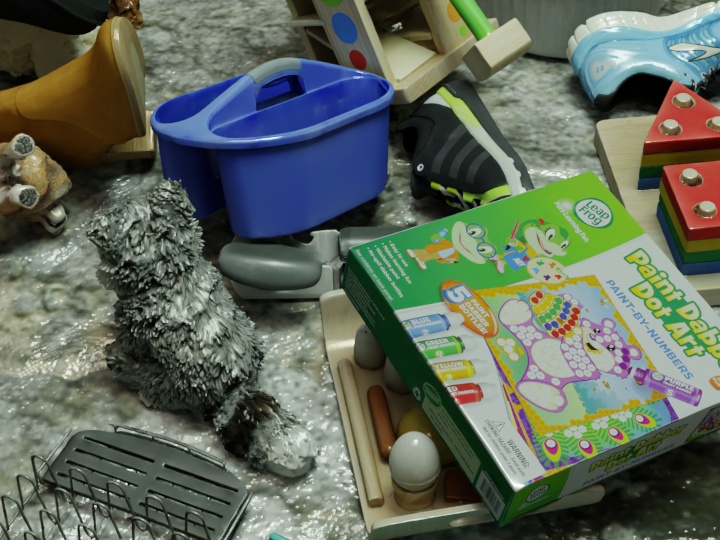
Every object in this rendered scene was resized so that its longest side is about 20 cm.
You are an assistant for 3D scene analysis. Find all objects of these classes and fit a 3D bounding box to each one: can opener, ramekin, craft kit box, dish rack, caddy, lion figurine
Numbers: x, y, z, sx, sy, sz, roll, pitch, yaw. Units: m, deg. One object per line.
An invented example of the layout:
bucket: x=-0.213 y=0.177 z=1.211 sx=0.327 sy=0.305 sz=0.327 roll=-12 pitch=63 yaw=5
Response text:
can opener: x=0.000 y=0.000 z=0.926 sx=0.199 sy=0.053 sz=0.067 roll=-2 pitch=26 yaw=-1
ramekin: x=0.186 y=-0.279 z=1.167 sx=0.199 sy=0.105 sz=0.201 roll=-1 pitch=45 yaw=1
craft kit box: x=0.120 y=0.039 z=0.819 sx=0.197 sy=0.049 sz=0.200 roll=-17 pitch=53 yaw=-27
dish rack: x=-0.161 y=0.167 z=0.765 sx=0.153 sy=0.055 sz=0.200 roll=16 pitch=47 yaw=17
caddy: x=-0.062 y=-0.103 z=0.962 sx=0.141 sy=0.106 sz=0.200 roll=14 pitch=29 yaw=35
lion figurine: x=-0.298 y=-0.051 z=0.937 sx=0.199 sy=0.073 sz=0.122 roll=-11 pitch=2 yaw=-30

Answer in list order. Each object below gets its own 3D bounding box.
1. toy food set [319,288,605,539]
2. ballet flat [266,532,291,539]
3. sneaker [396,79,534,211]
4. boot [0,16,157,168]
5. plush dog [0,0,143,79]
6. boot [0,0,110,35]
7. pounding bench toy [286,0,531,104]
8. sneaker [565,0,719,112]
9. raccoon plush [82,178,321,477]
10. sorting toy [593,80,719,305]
toy food set: x=0.059 y=0.079 z=0.839 sx=0.143 sy=0.061 sz=0.201 roll=-9 pitch=45 yaw=-6
ballet flat: x=0.024 y=0.209 z=0.716 sx=0.199 sy=0.072 sz=0.072 roll=17 pitch=48 yaw=19
sneaker: x=0.083 y=-0.065 z=0.995 sx=0.083 sy=0.072 sz=0.200 roll=-28 pitch=44 yaw=4
boot: x=-0.231 y=-0.124 z=0.976 sx=0.143 sy=0.201 sz=0.071 roll=-3 pitch=73 yaw=-5
plush dog: x=-0.284 y=-0.223 z=1.121 sx=0.199 sy=0.161 sz=0.172 roll=0 pitch=21 yaw=3
boot: x=-0.310 y=-0.189 z=1.003 sx=0.198 sy=0.163 sz=0.073 roll=32 pitch=16 yaw=-2
pounding bench toy: x=0.034 y=-0.231 z=1.036 sx=0.124 sy=0.157 sz=0.199 roll=-39 pitch=29 yaw=-31
sneaker: x=0.276 y=-0.167 z=1.088 sx=0.199 sy=0.078 sz=0.090 roll=-8 pitch=63 yaw=-1
raccoon plush: x=-0.095 y=0.027 z=0.845 sx=0.199 sy=0.134 sz=0.097 roll=25 pitch=49 yaw=26
sorting toy: x=0.296 y=-0.073 z=0.977 sx=0.199 sy=0.070 sz=0.199 roll=-5 pitch=44 yaw=-2
